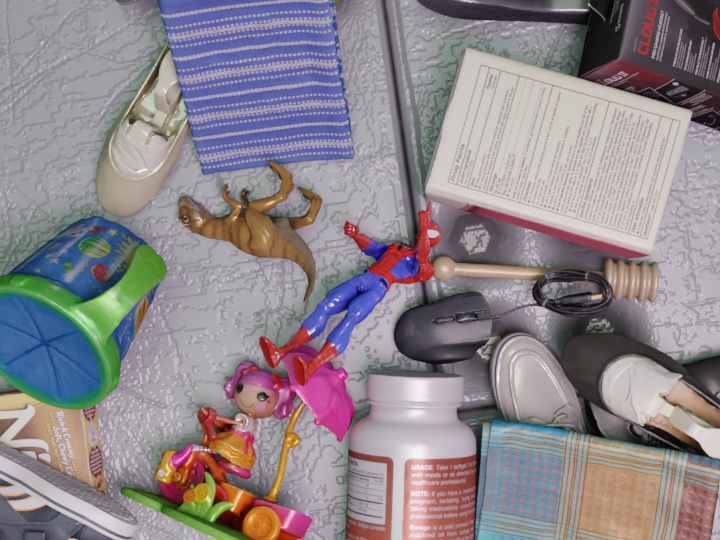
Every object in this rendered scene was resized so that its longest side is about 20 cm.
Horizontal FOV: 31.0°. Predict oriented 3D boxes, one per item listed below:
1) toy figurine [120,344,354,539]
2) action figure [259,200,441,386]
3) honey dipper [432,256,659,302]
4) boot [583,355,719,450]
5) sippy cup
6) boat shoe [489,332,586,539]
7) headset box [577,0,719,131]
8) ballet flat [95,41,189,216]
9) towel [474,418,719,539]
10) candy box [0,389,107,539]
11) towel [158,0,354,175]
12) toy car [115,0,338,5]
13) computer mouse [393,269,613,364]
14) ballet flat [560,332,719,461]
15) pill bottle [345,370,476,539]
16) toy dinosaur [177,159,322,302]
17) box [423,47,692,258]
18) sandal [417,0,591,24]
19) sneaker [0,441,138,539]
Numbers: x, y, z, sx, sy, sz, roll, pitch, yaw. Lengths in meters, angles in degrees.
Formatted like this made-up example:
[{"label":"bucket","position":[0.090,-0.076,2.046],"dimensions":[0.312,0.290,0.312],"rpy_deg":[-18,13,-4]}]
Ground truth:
[{"label":"toy figurine","position":[-0.088,0.150,1.138],"dimensions":[0.200,0.150,0.184],"rpy_deg":[18,75,26]},{"label":"action figure","position":[0.000,0.000,1.109],"dimensions":[0.065,0.099,0.200],"rpy_deg":[27,51,35]},{"label":"honey dipper","position":[0.163,0.005,1.157],"dimensions":[0.200,0.038,0.038],"rpy_deg":[3,89,4]},{"label":"boot","position":[0.291,0.086,1.142],"dimensions":[0.200,0.066,0.165],"rpy_deg":[-19,86,7]},{"label":"sippy cup","position":[-0.242,0.027,1.113],"dimensions":[0.177,0.130,0.140],"rpy_deg":[11,133,19]},{"label":"boat shoe","position":[0.170,0.150,1.133],"dimensions":[0.071,0.070,0.200],"rpy_deg":[-17,90,-7]},{"label":"headset box","position":[0.280,-0.212,1.095],"dimensions":[0.200,0.075,0.149],"rpy_deg":[17,79,-17]},{"label":"ballet flat","position":[-0.181,-0.140,1.156],"dimensions":[0.069,0.069,0.200],"rpy_deg":[29,91,2]},{"label":"towel","position":[0.193,0.207,1.090],"dimensions":[0.200,0.022,0.147],"rpy_deg":[9,109,17]},{"label":"candy box","position":[-0.289,0.205,1.160],"dimensions":[0.115,0.055,0.200],"rpy_deg":[-7,88,2]},{"label":"towel","position":[-0.085,-0.166,1.109],"dimensions":[0.144,0.024,0.200],"rpy_deg":[-7,133,3]},{"label":"toy car","position":[-0.132,-0.306,1.124],"dimensions":[0.200,0.158,0.165],"rpy_deg":[-11,77,14]},{"label":"computer mouse","position":[0.121,0.037,1.131],"dimensions":[0.200,0.034,0.059],"rpy_deg":[-17,68,17]},{"label":"ballet flat","position":[0.260,0.112,1.077],"dimensions":[0.200,0.068,0.068],"rpy_deg":[29,96,3]},{"label":"pill bottle","position":[0.044,0.189,1.120],"dimensions":[0.112,0.112,0.201],"rpy_deg":[3,90,2]},{"label":"toy dinosaur","position":[-0.075,-0.032,1.137],"dimensions":[0.200,0.060,0.106],"rpy_deg":[22,72,40]},{"label":"box","position":[0.165,-0.098,1.121],"dimensions":[0.200,0.109,0.128],"rpy_deg":[16,90,2]},{"label":"sandal","position":[0.143,-0.246,1.145],"dimensions":[0.200,0.076,0.043],"rpy_deg":[2,90,-8]},{"label":"sneaker","position":[-0.286,0.200,1.094],"dimensions":[0.200,0.078,0.080],"rpy_deg":[23,85,13]}]
